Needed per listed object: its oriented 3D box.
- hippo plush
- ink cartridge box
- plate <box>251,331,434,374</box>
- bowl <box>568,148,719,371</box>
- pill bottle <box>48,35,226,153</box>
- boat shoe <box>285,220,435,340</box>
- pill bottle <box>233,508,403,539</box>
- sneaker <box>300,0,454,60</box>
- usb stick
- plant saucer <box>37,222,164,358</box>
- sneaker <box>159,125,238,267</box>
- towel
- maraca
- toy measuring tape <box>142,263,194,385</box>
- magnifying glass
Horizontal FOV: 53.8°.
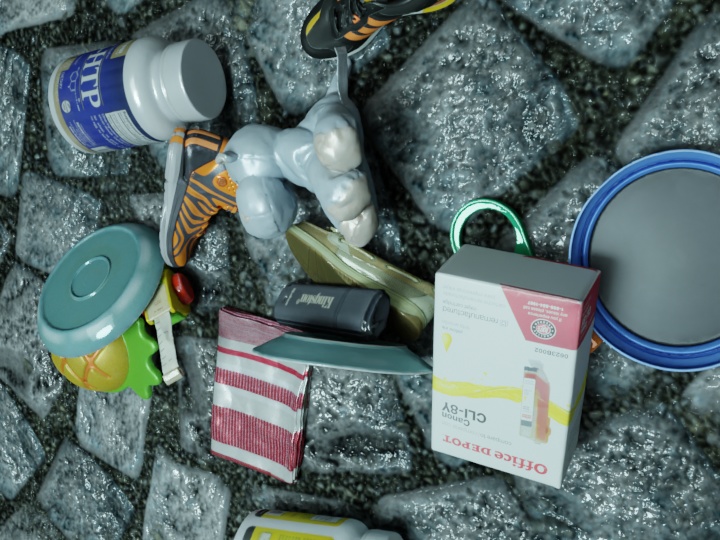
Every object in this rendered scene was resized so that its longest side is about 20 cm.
[{"bbox_3d":[-0.072,-0.115,0.743,0.156,0.159,0.206,-11,96,5],"label":"hippo plush"},{"bbox_3d":[0.149,0.094,0.706,0.142,0.083,0.206,11,116,26],"label":"ink cartridge box"},{"bbox_3d":[-0.017,0.084,0.750,0.195,0.199,0.026,4,86,24],"label":"plate"},{"bbox_3d":[0.298,-0.010,0.670,0.195,0.039,0.207,4,100,25],"label":"bowl"},{"bbox_3d":[-0.267,-0.215,0.862,0.195,0.119,0.124,-5,96,25],"label":"pill bottle"},{"bbox_3d":[0.001,-0.001,0.806,0.198,0.063,0.074,32,153,22],"label":"boat shoe"},{"bbox_3d":[-0.049,0.355,0.851,0.195,0.114,0.118,-3,97,26],"label":"pill bottle"},{"bbox_3d":[0.007,-0.283,0.737,0.196,0.090,0.072,-16,91,26],"label":"sneaker"},{"bbox_3d":[-0.037,0.043,0.791,0.198,0.032,0.057,3,70,54],"label":"usb stick"},{"bbox_3d":[-0.342,0.015,0.915,0.195,0.028,0.205,-14,52,18],"label":"plant saucer"},{"bbox_3d":[-0.183,-0.074,0.867,0.109,0.079,0.203,11,134,-9],"label":"sneaker"},{"bbox_3d":[-0.131,0.161,0.911,0.140,0.023,0.206,13,103,24],"label":"towel"},{"bbox_3d":[-0.340,0.102,0.951,0.195,0.107,0.141,11,115,28],"label":"maraca"},{"bbox_3d":[-0.239,0.065,0.898,0.073,0.073,0.203,-43,50,25],"label":"toy measuring tape"},{"bbox_3d":[0.174,0.007,0.744,0.200,0.022,0.080,48,114,14],"label":"magnifying glass"}]
